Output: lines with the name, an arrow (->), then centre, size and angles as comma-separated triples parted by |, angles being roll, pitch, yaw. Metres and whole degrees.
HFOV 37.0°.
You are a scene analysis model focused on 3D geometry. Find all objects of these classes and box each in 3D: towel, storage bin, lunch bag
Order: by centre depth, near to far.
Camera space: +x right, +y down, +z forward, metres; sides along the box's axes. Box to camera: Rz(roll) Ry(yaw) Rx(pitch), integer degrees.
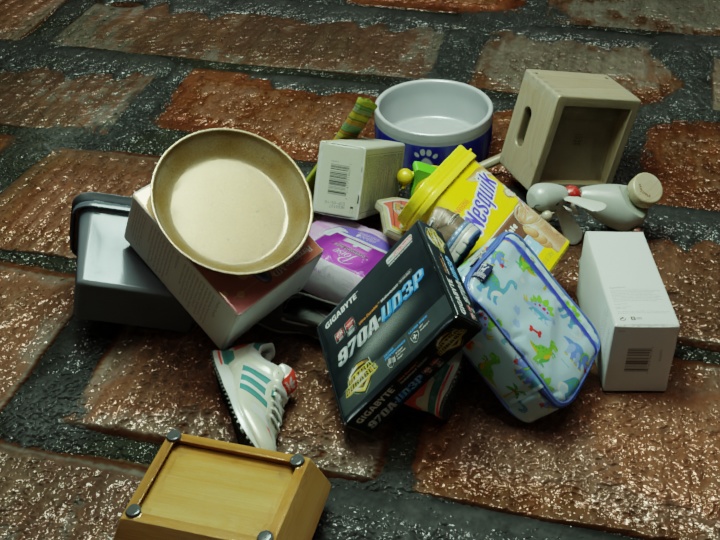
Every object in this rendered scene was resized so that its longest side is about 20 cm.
lunch bag -> 0.191, 0.063, 1.287 | 0.201, 0.082, 0.161 | 52, 43, -3
storage bin -> -0.294, 0.003, 1.426 | 0.197, 0.146, 0.136 | 9, 51, -13
towel -> -0.045, -0.172, 1.604 | 0.018, 0.201, 0.086 | 37, 11, 11

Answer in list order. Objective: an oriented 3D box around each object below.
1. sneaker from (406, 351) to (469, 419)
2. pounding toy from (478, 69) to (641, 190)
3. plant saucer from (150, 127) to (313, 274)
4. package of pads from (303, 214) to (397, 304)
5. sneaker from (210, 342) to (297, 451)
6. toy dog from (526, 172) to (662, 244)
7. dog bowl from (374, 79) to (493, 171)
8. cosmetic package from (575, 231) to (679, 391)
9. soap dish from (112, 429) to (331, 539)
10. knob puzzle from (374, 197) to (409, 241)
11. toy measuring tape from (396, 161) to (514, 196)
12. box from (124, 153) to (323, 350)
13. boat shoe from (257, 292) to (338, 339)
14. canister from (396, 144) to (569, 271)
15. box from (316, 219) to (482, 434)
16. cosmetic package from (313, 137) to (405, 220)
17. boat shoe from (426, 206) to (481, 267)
sneaker -> 0.091, 0.094, 1.328 | 0.092, 0.071, 0.201 | 13, 41, 13
pounding toy -> 0.296, -0.206, 1.678 | 0.182, 0.202, 0.143 | -1, 33, -25
plant saucer -> -0.156, -0.078, 1.296 | 0.197, 0.036, 0.203 | 8, 61, -15
package of pads -> 0.000, 0.000, 1.468 | 0.198, 0.077, 0.120 | 25, 38, 30
sneaker -> -0.114, 0.149, 1.270 | 0.092, 0.071, 0.200 | -17, 36, -12
toy dog -> 0.341, -0.077, 1.553 | 0.197, 0.132, 0.098 | -9, 67, 2
dog bowl -> 0.122, -0.240, 1.795 | 0.197, 0.080, 0.201 | -1, 36, 1
cosmetic package -> 0.334, 0.048, 1.368 | 0.083, 0.109, 0.201 | 0, 37, 1
soap dish -> -0.146, 0.251, 1.123 | 0.197, 0.082, 0.158 | 8, 37, 14
knob puzzle -> 0.113, -0.063, 1.522 | 0.217, 0.031, 0.220 | 24, 20, -9
toy measuring tape -> 0.143, -0.112, 1.652 | 0.197, 0.074, 0.074 | 15, 32, -17
box -> -0.173, -0.034, 1.351 | 0.200, 0.107, 0.152 | 47, 58, 9
boat shoe -> -0.066, 0.054, 1.411 | 0.198, 0.058, 0.067 | 19, 41, 25
canister -> 0.166, -0.054, 1.427 | 0.199, 0.087, 0.149 | 41, 47, 4
box -> 0.040, 0.066, 1.249 | 0.046, 0.200, 0.160 | 24, 32, -35
cosmetic package -> 0.000, -0.138, 1.572 | 0.072, 0.105, 0.200 | 10, 10, 16
boat shoe -> 0.067, 0.009, 1.338 | 0.072, 0.201, 0.072 | 40, 15, 14
